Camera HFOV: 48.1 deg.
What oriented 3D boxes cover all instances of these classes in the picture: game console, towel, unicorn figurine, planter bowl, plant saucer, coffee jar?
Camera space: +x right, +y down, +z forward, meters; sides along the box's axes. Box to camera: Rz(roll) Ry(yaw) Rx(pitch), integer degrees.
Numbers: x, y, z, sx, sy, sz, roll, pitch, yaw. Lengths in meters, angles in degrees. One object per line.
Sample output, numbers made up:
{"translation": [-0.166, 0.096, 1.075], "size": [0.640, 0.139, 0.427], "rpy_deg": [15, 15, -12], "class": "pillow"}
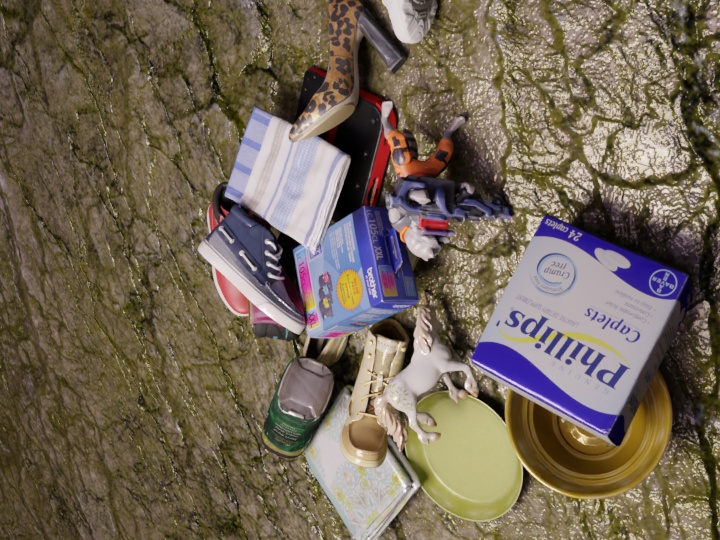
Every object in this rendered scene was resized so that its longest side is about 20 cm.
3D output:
{"translation": [-0.036, -0.177, 1.203], "size": [0.176, 0.031, 0.203], "rpy_deg": [33, 121, 32], "class": "game console"}
{"translation": [-0.108, -0.132, 1.151], "size": [0.198, 0.024, 0.149], "rpy_deg": [32, 108, 31], "class": "towel"}
{"translation": [0.094, 0.141, 1.119], "size": [0.138, 0.200, 0.074], "rpy_deg": [47, 154, -10], "class": "unicorn figurine"}
{"translation": [0.286, 0.181, 1.010], "size": [0.196, 0.083, 0.205], "rpy_deg": [-6, 73, 21], "class": "planter bowl"}
{"translation": [-0.001, 0.313, 1.295], "size": [0.201, 0.048, 0.172], "rpy_deg": [52, 127, 26], "class": "towel"}
{"translation": [0.155, 0.269, 1.191], "size": [0.197, 0.031, 0.204], "rpy_deg": [13, 111, 34], "class": "plant saucer"}
{"translation": [-0.103, 0.224, 1.288], "size": [0.084, 0.106, 0.201], "rpy_deg": [22, 146, -1], "class": "coffee jar"}

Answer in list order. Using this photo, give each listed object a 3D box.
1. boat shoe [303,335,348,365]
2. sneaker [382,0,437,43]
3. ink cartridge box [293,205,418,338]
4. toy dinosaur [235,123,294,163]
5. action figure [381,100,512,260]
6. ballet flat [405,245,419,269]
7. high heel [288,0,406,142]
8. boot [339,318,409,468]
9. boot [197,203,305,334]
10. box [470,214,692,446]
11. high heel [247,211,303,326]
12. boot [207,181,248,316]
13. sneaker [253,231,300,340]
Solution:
{"translation": [-0.044, 0.070, 1.250], "size": [0.071, 0.076, 0.203], "rpy_deg": [29, 119, 28], "class": "boat shoe"}
{"translation": [0.038, -0.391, 1.058], "size": [0.098, 0.077, 0.204], "rpy_deg": [-12, 88, 45], "class": "sneaker"}
{"translation": [0.000, 0.000, 1.120], "size": [0.199, 0.075, 0.139], "rpy_deg": [-27, 68, 43], "class": "ink cartridge box"}
{"translation": [-0.097, -0.155, 1.209], "size": [0.198, 0.077, 0.104], "rpy_deg": [23, 128, 31], "class": "toy dinosaur"}
{"translation": [0.098, -0.106, 1.056], "size": [0.104, 0.197, 0.198], "rpy_deg": [-19, 64, 55], "class": "action figure"}
{"translation": [0.044, 0.006, 1.162], "size": [0.068, 0.066, 0.202], "rpy_deg": [-106, 36, -54], "class": "ballet flat"}
{"translation": [-0.052, -0.281, 1.112], "size": [0.199, 0.071, 0.143], "rpy_deg": [-40, 82, -1], "class": "high heel"}
{"translation": [0.024, 0.172, 1.165], "size": [0.071, 0.201, 0.158], "rpy_deg": [14, 113, 3], "class": "boot"}
{"translation": [-0.137, -0.004, 1.155], "size": [0.199, 0.073, 0.091], "rpy_deg": [40, 91, 10], "class": "boot"}
{"translation": [0.260, 0.070, 0.950], "size": [0.182, 0.105, 0.203], "rpy_deg": [26, 86, 28], "class": "box"}
{"translation": [-0.125, -0.017, 1.231], "size": [0.067, 0.094, 0.204], "rpy_deg": [136, 132, -71], "class": "high heel"}
{"translation": [-0.201, -0.032, 1.288], "size": [0.144, 0.071, 0.204], "rpy_deg": [145, 111, -72], "class": "boot"}
{"translation": [-0.116, 0.020, 1.307], "size": [0.078, 0.076, 0.204], "rpy_deg": [16, 110, 1], "class": "sneaker"}
